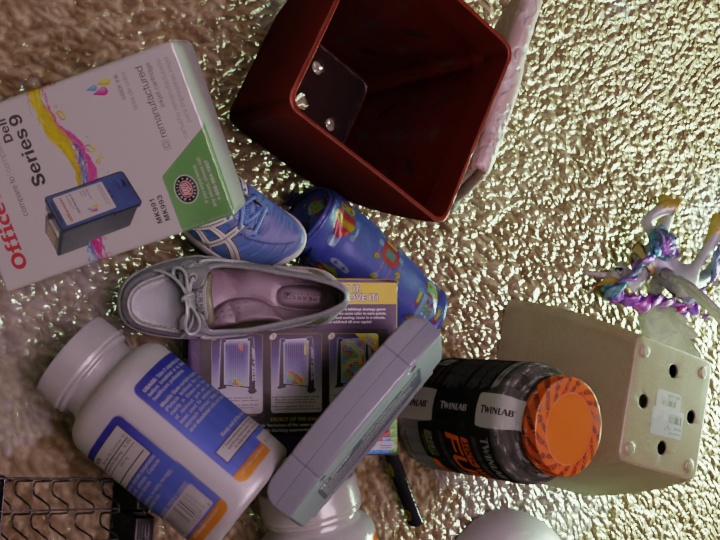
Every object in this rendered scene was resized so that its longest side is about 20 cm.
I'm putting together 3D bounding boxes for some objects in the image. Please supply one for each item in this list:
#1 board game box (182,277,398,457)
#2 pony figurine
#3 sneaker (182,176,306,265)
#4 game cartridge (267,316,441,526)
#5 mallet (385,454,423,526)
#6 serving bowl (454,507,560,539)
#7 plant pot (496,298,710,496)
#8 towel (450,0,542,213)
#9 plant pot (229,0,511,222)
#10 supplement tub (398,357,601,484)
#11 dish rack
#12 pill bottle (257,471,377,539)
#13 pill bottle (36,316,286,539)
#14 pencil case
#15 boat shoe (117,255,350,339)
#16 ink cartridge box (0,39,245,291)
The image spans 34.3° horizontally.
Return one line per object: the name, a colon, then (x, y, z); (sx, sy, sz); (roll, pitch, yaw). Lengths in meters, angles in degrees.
board game box: (-0.066, 0.090, 1.089); (0.198, 0.057, 0.167); (1, 86, -12)
pony figurine: (0.393, 0.014, 1.451); (0.193, 0.167, 0.200); (42, 64, 7)
sneaker: (-0.136, -0.058, 1.050); (0.199, 0.077, 0.076); (23, 73, -21)
game cartridge: (-0.003, 0.130, 1.004); (0.041, 0.133, 0.200); (39, 79, 10)
mallet: (0.034, 0.182, 1.202); (0.041, 0.066, 0.201); (-34, 109, -32)
serving bowl: (0.177, 0.371, 1.307); (0.199, 0.066, 0.202); (2, 86, -38)
plant pot: (0.279, 0.151, 1.323); (0.199, 0.177, 0.201); (20, 76, -35)
towel: (0.131, -0.171, 1.220); (0.032, 0.191, 0.201); (18, 77, -5)
plant pot: (-0.009, -0.174, 1.112); (0.200, 0.176, 0.201); (35, 68, -32)
supplement tub: (0.141, 0.153, 1.202); (0.122, 0.199, 0.124); (2, 87, -37)
dish rack: (-0.266, 0.240, 0.979); (0.199, 0.054, 0.155); (7, 83, -35)
pill bottle: (-0.033, 0.296, 1.116); (0.114, 0.114, 0.202); (-16, 99, -37)
pill bottle: (-0.170, 0.133, 0.984); (0.200, 0.112, 0.112); (39, 62, 2)
pencil case: (0.000, 0.000, 1.175); (0.200, 0.087, 0.078); (42, 35, -30)
boat shoe: (-0.111, 0.024, 1.020); (0.200, 0.065, 0.075); (2, 86, -11)
ink cartridge box: (-0.212, -0.086, 0.946); (0.199, 0.088, 0.146); (-17, 100, 5)
